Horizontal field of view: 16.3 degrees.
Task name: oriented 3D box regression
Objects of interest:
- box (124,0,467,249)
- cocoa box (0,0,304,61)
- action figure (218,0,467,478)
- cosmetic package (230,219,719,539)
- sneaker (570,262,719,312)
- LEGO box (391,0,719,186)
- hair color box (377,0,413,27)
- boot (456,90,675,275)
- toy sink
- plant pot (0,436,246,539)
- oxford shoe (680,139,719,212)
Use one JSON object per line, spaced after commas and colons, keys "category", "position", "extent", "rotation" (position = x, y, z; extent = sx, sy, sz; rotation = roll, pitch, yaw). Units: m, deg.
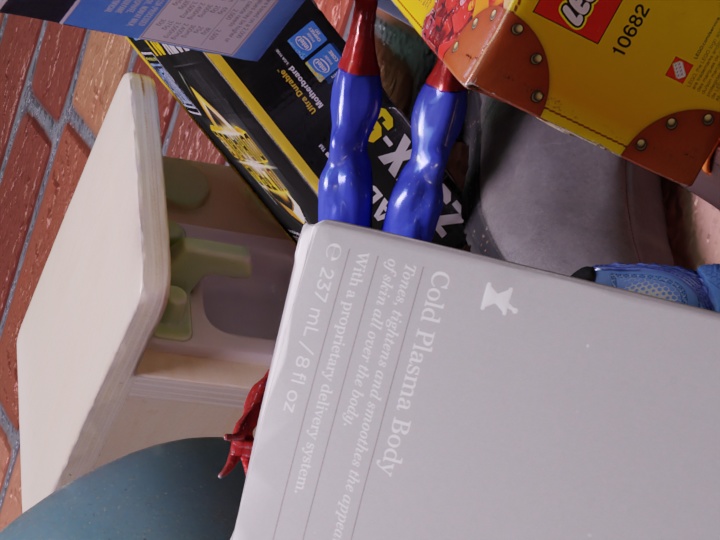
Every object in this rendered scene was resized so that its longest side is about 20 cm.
{"category": "box", "position": [-0.035, -0.069, 0.990], "extent": [0.049, 0.160, 0.200], "rotation": [-38, 10, -6]}
{"category": "cocoa box", "position": [-0.072, -0.191, 0.814], "extent": [0.133, 0.131, 0.200], "rotation": [-47, 44, 46]}
{"category": "action figure", "position": [0.000, 0.000, 0.855], "extent": [0.099, 0.065, 0.200], "rotation": [-66, -14, -68]}
{"category": "cosmetic package", "position": [0.077, 0.061, 0.676], "extent": [0.200, 0.090, 0.107], "rotation": [12, 86, 25]}
{"category": "sneaker", "position": [0.072, 0.091, 0.771], "extent": [0.079, 0.089, 0.200], "rotation": [-18, -60, -82]}
{"category": "LEGO box", "position": [0.090, -0.145, 0.720], "extent": [0.200, 0.077, 0.149], "rotation": [-61, 21, 13]}
{"category": "hair color box", "position": [0.024, -0.171, 0.947], "extent": [0.061, 0.099, 0.200], "rotation": [-55, 14, 33]}
{"category": "boot", "position": [0.089, -0.067, 0.873], "extent": [0.132, 0.070, 0.200], "rotation": [-57, 35, 29]}
{"category": "toy sink", "position": [-0.076, 0.027, 1.127], "extent": [0.200, 0.112, 0.131], "rotation": [118, 153, -44]}
{"category": "plant pot", "position": [-0.070, 0.185, 0.983], "extent": [0.135, 0.200, 0.200], "rotation": [47, 125, 30]}
{"category": "oxford shoe", "position": [0.132, -0.024, 0.743], "extent": [0.071, 0.072, 0.200], "rotation": [-71, 25, 15]}
